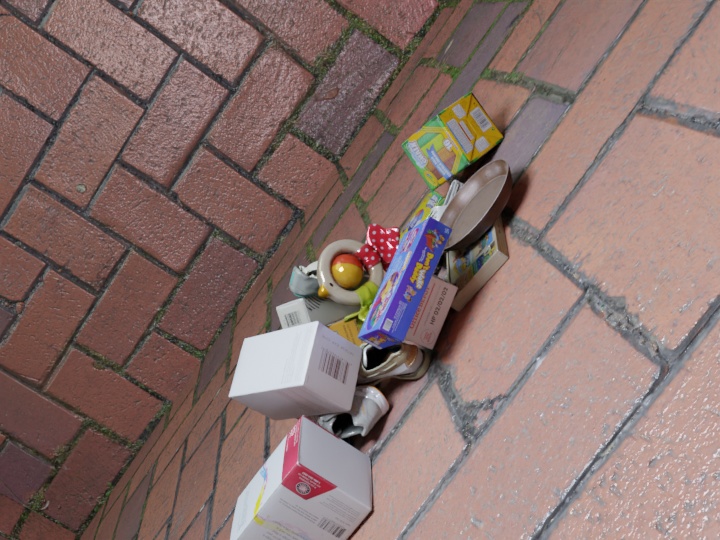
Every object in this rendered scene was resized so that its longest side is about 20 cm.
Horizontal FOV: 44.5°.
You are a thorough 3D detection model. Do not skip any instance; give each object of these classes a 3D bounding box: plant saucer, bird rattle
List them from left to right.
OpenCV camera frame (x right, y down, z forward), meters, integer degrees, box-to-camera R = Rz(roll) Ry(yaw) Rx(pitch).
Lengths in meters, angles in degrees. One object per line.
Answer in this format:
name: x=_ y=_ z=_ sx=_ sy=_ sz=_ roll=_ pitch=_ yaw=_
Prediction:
bird rattle: x=0.000 y=0.000 z=1.635 sx=0.113 sy=0.161 sz=0.202 roll=146 pitch=134 yaw=-66
plant saucer: x=0.206 y=-0.111 z=1.581 sx=0.200 sy=0.034 sz=0.201 roll=-47 pitch=17 yaw=20

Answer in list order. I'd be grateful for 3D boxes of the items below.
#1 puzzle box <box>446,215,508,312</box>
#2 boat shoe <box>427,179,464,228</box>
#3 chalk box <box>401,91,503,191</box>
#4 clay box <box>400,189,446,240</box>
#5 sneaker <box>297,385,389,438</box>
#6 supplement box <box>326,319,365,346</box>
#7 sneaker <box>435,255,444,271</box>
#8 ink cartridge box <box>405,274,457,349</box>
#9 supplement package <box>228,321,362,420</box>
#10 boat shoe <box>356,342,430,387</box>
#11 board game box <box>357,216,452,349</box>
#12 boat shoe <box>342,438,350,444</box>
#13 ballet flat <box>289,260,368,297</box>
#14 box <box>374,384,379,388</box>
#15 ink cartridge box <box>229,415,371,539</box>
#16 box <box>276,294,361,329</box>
puzzle box: x=0.201 y=-0.029 z=1.546 sx=0.133 sy=0.025 sz=0.201 roll=-51 pitch=15 yaw=25
boat shoe: x=0.162 y=-0.097 z=1.701 sx=0.201 sy=0.065 sz=0.072 roll=-57 pitch=1 yaw=-28
chalk box: x=0.181 y=-0.264 z=1.876 sx=0.124 sy=0.125 sz=0.200 roll=-37 pitch=2 yaw=-32
clay box: x=0.136 y=-0.096 z=1.879 sx=0.201 sy=0.047 sz=0.115 roll=-56 pitch=13 yaw=6
sneaker: x=-0.053 y=0.248 z=1.527 sx=0.198 sy=0.076 sz=0.092 roll=-9 pitch=27 yaw=36
supplement box: x=-0.046 y=0.136 z=1.716 sx=0.198 sy=0.067 sz=0.069 roll=-22 pitch=-1 yaw=-14
sneaker: x=0.097 y=0.012 z=1.711 sx=0.090 sy=0.078 sz=0.201 roll=-41 pitch=21 yaw=54
ink cartridge box: x=0.105 y=0.063 z=1.512 sx=0.200 sy=0.067 sz=0.116 roll=-137 pitch=68 yaw=-81
supplement package: x=-0.112 y=0.176 z=1.509 sx=0.199 sy=0.117 sz=0.118 roll=-15 pitch=52 yaw=42
boat shoe: x=0.026 y=0.153 z=1.523 sx=0.199 sy=0.068 sz=0.075 roll=-17 pitch=47 yaw=42
board game box: x=0.070 y=0.023 z=1.433 sx=0.202 sy=0.044 sz=0.134 roll=-65 pitch=9 yaw=-15
boat shoe: x=-0.062 y=0.316 z=1.582 sx=0.085 sy=0.068 sz=0.200 roll=-54 pitch=14 yaw=8
ballet flat: x=-0.045 y=0.009 z=1.687 sx=0.067 sy=0.198 sz=0.064 roll=33 pitch=122 yaw=48
box: x=-0.037 y=0.227 z=1.698 sx=0.101 sy=0.075 sz=0.200 roll=-62 pitch=13 yaw=-24
ink cartridge box: x=-0.095 y=0.372 z=1.406 sx=0.201 sy=0.145 sz=0.145 roll=-52 pitch=14 yaw=16
box: x=-0.068 y=0.071 z=1.742 sx=0.082 sy=0.069 sz=0.199 roll=-19 pitch=1 yaw=38
